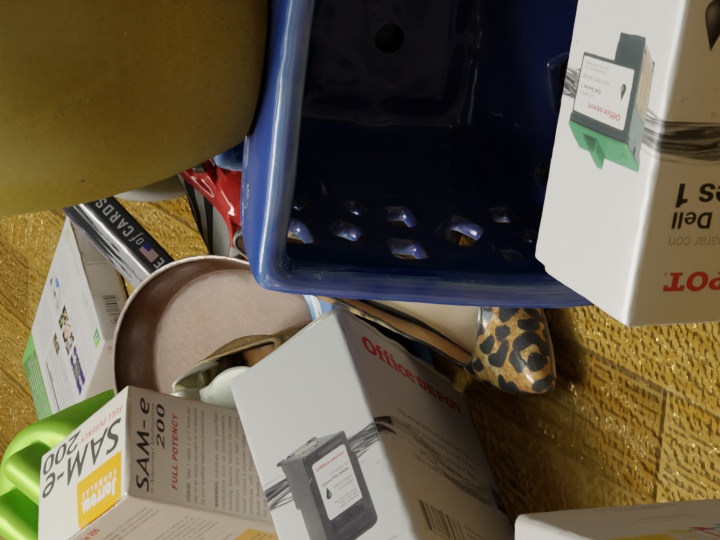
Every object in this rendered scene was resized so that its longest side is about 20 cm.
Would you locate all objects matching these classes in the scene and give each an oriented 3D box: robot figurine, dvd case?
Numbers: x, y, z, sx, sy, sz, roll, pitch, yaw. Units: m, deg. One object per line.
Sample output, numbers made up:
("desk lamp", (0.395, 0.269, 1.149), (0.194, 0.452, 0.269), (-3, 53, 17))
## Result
("robot figurine", (-0.188, 0.152, 1.748), (0.115, 0.200, 0.176), (33, 115, 19))
("dvd case", (-0.153, -0.005, 1.653), (0.200, 0.025, 0.150), (46, 171, 4))

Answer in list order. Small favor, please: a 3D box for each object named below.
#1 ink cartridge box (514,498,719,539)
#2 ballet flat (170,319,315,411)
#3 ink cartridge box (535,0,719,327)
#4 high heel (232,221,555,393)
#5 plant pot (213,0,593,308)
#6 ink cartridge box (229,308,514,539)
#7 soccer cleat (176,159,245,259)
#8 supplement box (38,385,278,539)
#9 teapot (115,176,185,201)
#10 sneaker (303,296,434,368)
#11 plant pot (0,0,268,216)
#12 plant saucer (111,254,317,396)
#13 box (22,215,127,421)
("ink cartridge box", (0.166, 0.181, 1.024), (0.200, 0.124, 0.130), (-169, 78, -65))
("ballet flat", (-0.072, 0.074, 1.446), (0.200, 0.072, 0.068), (-20, 83, 57))
("ink cartridge box", (0.166, -0.082, 0.987), (0.084, 0.145, 0.201), (-139, 52, -57))
("high heel", (0.018, 0.020, 1.323), (0.200, 0.142, 0.072), (-129, 45, -54))
("plant pot", (0.028, -0.107, 1.242), (0.180, 0.198, 0.201), (-126, 41, -61))
("ink cartridge box", (0.020, 0.141, 1.305), (0.083, 0.145, 0.201), (-33, 53, 17))
("soccer cleat", (-0.076, -0.020, 1.633), (0.201, 0.068, 0.085), (62, 179, 22))
("supplement box", (-0.081, 0.142, 1.434), (0.126, 0.199, 0.074), (-37, 46, 48))
("teapot", (-0.194, -0.146, 1.783), (0.200, 0.145, 0.199), (150, 116, -64))
("sneaker", (0.000, 0.000, 1.454), (0.082, 0.073, 0.201), (-44, 60, 57))
("plant pot", (-0.124, -0.120, 1.180), (0.200, 0.141, 0.202), (-175, 90, -77))
("plant saucer", (-0.072, 0.079, 1.550), (0.199, 0.034, 0.202), (13, 116, 26))
("box", (-0.245, 0.069, 2.040), (0.201, 0.036, 0.145), (116, 144, -43))
